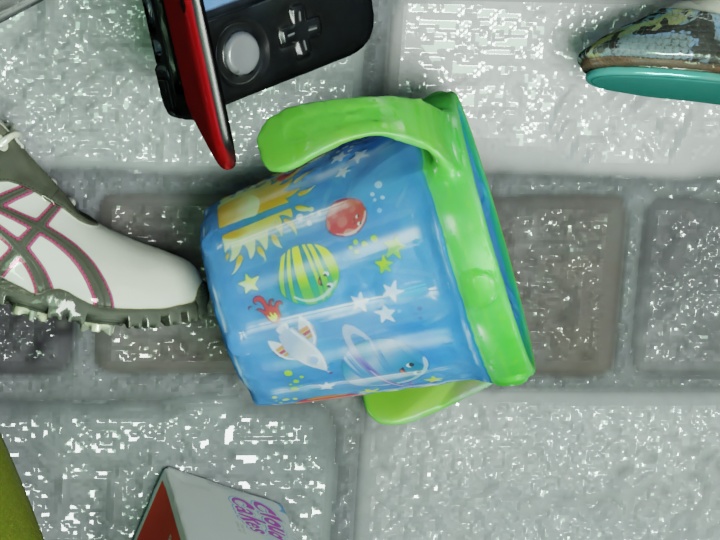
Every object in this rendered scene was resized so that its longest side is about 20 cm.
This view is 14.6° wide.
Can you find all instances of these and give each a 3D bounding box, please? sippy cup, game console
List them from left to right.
[{"bbox_3d":[-0.044,-0.164,1.183,0.172,0.119,0.200,-24,112,-36],"label":"game console"},{"bbox_3d":[0.000,0.000,1.283,0.130,0.140,0.178,-16,103,5],"label":"sippy cup"}]

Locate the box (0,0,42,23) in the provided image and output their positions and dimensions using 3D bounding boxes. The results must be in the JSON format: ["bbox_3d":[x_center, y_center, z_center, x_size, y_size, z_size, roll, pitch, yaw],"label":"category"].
[{"bbox_3d":[-0.191,-0.203,1.221,0.159,0.046,0.200,-27,111,0],"label":"box"}]

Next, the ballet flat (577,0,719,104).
[{"bbox_3d":[0.199,-0.105,1.320,0.200,0.074,0.074,9,107,-15],"label":"ballet flat"}]

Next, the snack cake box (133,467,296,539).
[{"bbox_3d":[-0.094,0.211,1.344,0.067,0.115,0.200,19,105,-16],"label":"snack cake box"}]

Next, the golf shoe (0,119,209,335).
[{"bbox_3d":[-0.157,-0.024,1.276,0.200,0.077,0.088,15,92,-19],"label":"golf shoe"}]

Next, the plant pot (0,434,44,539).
[{"bbox_3d":[-0.230,0.117,1.260,0.200,0.200,0.193,-10,99,-6],"label":"plant pot"}]
